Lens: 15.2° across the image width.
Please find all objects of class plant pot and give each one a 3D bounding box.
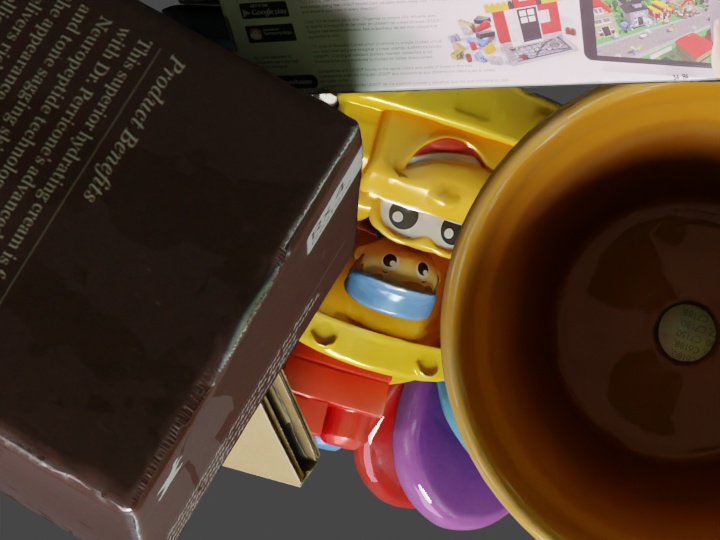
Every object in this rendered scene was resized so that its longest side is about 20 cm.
[{"bbox_3d":[0.135,0.023,1.085,0.200,0.200,0.183,18,-179,4],"label":"plant pot"}]

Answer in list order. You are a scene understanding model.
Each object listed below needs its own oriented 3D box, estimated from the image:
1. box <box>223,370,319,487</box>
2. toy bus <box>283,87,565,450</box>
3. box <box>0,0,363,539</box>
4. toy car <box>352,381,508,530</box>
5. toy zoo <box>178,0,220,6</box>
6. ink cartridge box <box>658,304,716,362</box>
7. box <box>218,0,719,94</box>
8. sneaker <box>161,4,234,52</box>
[{"bbox_3d":[-0.124,0.016,1.221,0.200,0.021,0.164,11,139,38],"label":"box"},{"bbox_3d":[0.000,0.000,1.251,0.136,0.192,0.200,19,167,-17],"label":"toy bus"},{"bbox_3d":[-0.125,-0.012,1.020,0.200,0.166,0.164,30,166,6],"label":"box"},{"bbox_3d":[0.061,0.069,1.496,0.175,0.150,0.200,29,170,-31],"label":"toy car"},{"bbox_3d":[0.038,-0.112,1.080,0.131,0.020,0.200,5,178,-42],"label":"toy zoo"},{"bbox_3d":[0.146,0.052,1.238,0.068,0.200,0.115,19,172,1],"label":"ink cartridge box"},{"bbox_3d":[0.040,-0.118,0.950,0.200,0.035,0.110,0,124,26],"label":"box"},{"bbox_3d":[-0.058,-0.061,1.154,0.074,0.082,0.200,7,167,-8],"label":"sneaker"}]
